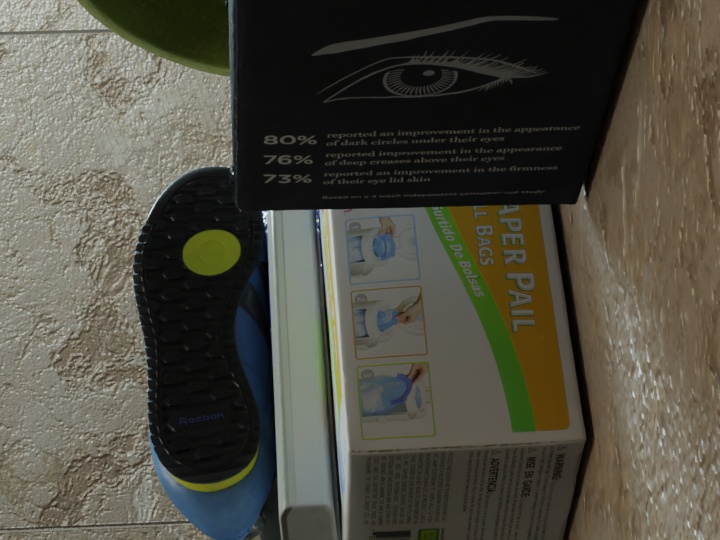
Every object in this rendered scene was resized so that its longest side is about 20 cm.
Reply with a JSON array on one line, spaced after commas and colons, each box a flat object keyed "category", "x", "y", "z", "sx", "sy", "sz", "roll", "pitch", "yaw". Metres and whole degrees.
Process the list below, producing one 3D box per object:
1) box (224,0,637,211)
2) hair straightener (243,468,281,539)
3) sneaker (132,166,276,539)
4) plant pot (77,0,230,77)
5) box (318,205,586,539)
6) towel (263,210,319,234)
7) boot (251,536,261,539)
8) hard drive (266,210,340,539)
[{"category": "box", "x": 0.022, "y": -0.113, "z": 0.814, "sx": 0.200, "sy": 0.148, "sz": 0.104, "roll": 99, "pitch": 169, "yaw": -63}, {"category": "hair straightener", "x": -0.045, "y": 0.112, "z": 1.148, "sx": 0.077, "sy": 0.041, "sz": 0.200, "roll": -77, "pitch": -20, "yaw": -60}, {"category": "sneaker", "x": -0.074, "y": 0.042, "z": 1.060, "sx": 0.078, "sy": 0.066, "sz": 0.200, "roll": 79, "pitch": -175, "yaw": -54}, {"category": "plant pot", "x": -0.066, "y": -0.250, "z": 1.307, "sx": 0.200, "sy": 0.200, "sz": 0.190, "roll": 97, "pitch": -173, "yaw": -64}, {"category": "box", "x": 0.036, "y": 0.021, "z": 0.976, "sx": 0.113, "sy": 0.101, "sz": 0.200, "roll": 92, "pitch": 174, "yaw": -55}, {"category": "towel", "x": 0.000, "y": 0.000, "z": 1.262, "sx": 0.200, "sy": 0.050, "sz": 0.148, "roll": -29, "pitch": 52, "yaw": 47}, {"category": "boot", "x": -0.008, "y": 0.139, "z": 1.265, "sx": 0.073, "sy": 0.155, "sz": 0.200, "roll": 149, "pitch": 119, "yaw": -85}, {"category": "hard drive", "x": -0.027, "y": 0.068, "z": 1.051, "sx": 0.132, "sy": 0.026, "sz": 0.200, "roll": 86, "pitch": 180, "yaw": -51}]
